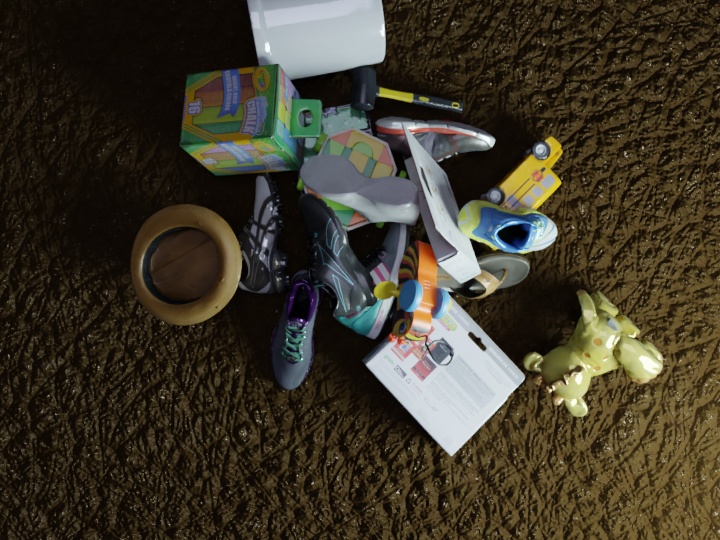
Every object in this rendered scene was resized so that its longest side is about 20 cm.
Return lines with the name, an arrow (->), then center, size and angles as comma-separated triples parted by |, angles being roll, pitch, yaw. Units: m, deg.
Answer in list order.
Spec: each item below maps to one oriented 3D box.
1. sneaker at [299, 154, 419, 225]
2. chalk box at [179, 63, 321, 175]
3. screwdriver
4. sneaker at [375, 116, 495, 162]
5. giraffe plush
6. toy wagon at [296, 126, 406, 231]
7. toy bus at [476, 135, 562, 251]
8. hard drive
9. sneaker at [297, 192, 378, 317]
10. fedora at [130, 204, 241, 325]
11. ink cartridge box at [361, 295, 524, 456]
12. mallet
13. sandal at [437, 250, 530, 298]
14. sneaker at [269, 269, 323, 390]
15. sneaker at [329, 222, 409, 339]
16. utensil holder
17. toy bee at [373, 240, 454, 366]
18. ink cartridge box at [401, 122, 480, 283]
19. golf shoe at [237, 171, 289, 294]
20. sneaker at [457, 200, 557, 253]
sneaker -> -0.003, -0.112, 1.073 | 0.199, 0.089, 0.076 | 22, 67, 22
chalk box -> -0.159, -0.231, 1.083 | 0.198, 0.124, 0.125 | -3, 74, 15
screwdriver -> 0.120, 0.018, 1.174 | 0.200, 0.028, 0.029 | -38, 119, -9
sneaker -> 0.121, -0.207, 1.164 | 0.198, 0.077, 0.082 | 6, 108, 3
giraffe plush -> 0.361, 0.142, 1.116 | 0.162, 0.199, 0.173 | -48, 57, 20
toy wagon -> -0.024, -0.124, 1.124 | 0.154, 0.040, 0.201 | 25, 87, -1
toy bus -> 0.260, -0.128, 1.158 | 0.200, 0.065, 0.078 | -45, 90, -3
hard drive -> -0.038, -0.168, 1.163 | 0.139, 0.038, 0.202 | -12, 89, -3
sneaker -> -0.050, -0.023, 1.058 | 0.079, 0.075, 0.201 | -29, 84, -14
fedora -> -0.269, -0.010, 1.116 | 0.199, 0.082, 0.202 | 1, 92, 16
ink cartridge box -> 0.133, 0.161, 1.135 | 0.175, 0.084, 0.200 | -43, 90, -5
mallet -> 0.076, -0.276, 1.153 | 0.199, 0.041, 0.066 | 13, 83, -18
sandal -> 0.180, 0.013, 1.131 | 0.198, 0.082, 0.055 | -1, 46, -13
sneaker -> -0.110, 0.100, 1.116 | 0.074, 0.088, 0.202 | 10, 97, 3
sneaker -> 0.000, 0.000, 1.140 | 0.120, 0.084, 0.201 | 18, 89, -11
utensil holder -> -0.073, -0.396, 1.106 | 0.199, 0.170, 0.171 | -12, 88, -4
toy bee -> 0.073, 0.059, 1.050 | 0.131, 0.109, 0.201 | 34, 47, -14
ink cartridge box -> 0.108, -0.100, 1.063 | 0.043, 0.173, 0.201 | -27, 57, 21
golf shoe -> -0.168, -0.061, 1.136 | 0.094, 0.078, 0.202 | -5, 87, -2
sneaker -> 0.246, -0.052, 1.068 | 0.199, 0.105, 0.076 | 5, 112, -31
